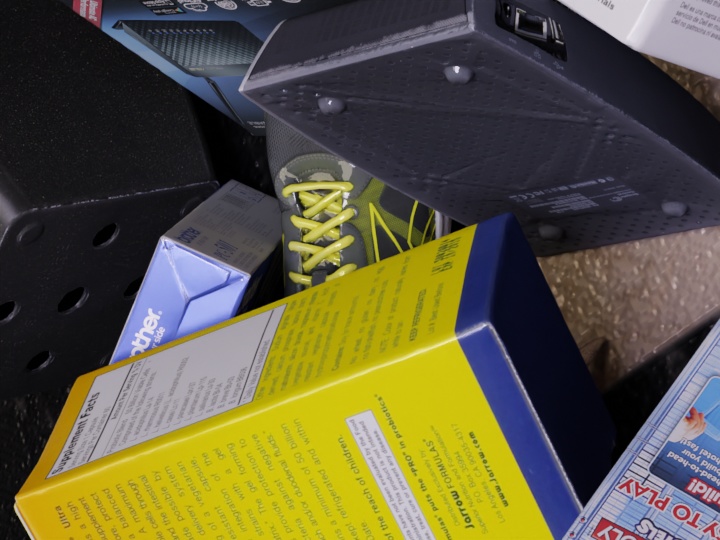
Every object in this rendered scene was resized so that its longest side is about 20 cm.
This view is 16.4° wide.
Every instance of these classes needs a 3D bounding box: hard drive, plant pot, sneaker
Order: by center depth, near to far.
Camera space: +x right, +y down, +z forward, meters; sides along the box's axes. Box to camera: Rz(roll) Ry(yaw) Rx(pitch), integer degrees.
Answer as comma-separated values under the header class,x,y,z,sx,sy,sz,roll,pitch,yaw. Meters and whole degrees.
class,x,y,z,sx,sy,sz,roll,pitch,yaw
hard drive,0.062,-0.062,1.025,0.135,0.200,0.042,-11,64,40
sneaker,0.000,0.000,1.093,0.074,0.085,0.200,-9,108,30
plant pot,-0.188,-0.046,1.223,0.177,0.199,0.200,47,125,25

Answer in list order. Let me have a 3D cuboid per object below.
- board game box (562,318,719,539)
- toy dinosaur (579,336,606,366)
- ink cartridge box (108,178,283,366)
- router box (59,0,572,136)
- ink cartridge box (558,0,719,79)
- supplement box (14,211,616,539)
class,x,y,z,sx,sy,sz,roll,pitch,yaw
board game box,0.130,0.087,0.893,0.062,0.200,0.200,30,134,17
toy dinosaur,0.044,0.117,1.078,0.135,0.086,0.200,2,76,41
ink cartridge box,-0.072,0.020,1.132,0.044,0.200,0.094,24,100,2
router box,-0.015,-0.120,1.123,0.200,0.150,0.062,1,68,40
ink cartridge box,0.168,-0.178,0.987,0.084,0.145,0.200,40,108,36
supplement box,-0.013,0.076,0.969,0.200,0.109,0.110,-21,109,16
